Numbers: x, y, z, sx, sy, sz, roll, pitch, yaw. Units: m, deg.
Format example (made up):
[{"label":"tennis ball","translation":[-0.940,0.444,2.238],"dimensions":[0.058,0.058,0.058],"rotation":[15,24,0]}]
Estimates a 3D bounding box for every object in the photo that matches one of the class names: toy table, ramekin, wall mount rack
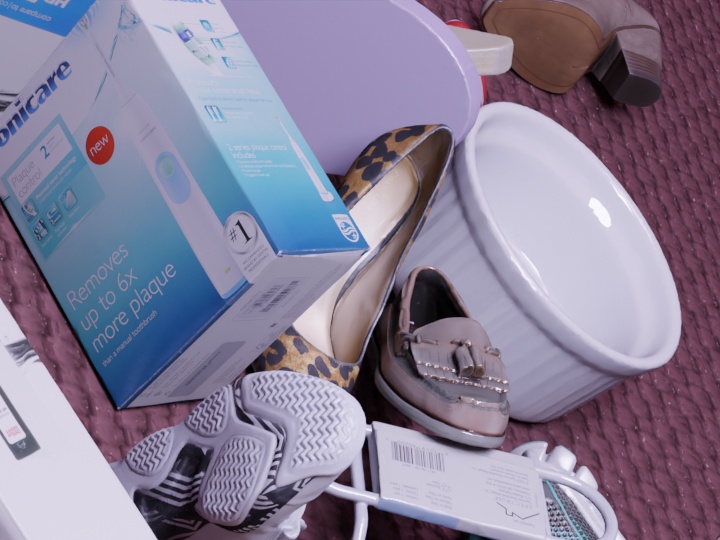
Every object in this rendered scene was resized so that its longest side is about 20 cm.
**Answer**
[{"label":"toy table","translation":[-0.004,-0.138,1.770],"dimensions":[0.199,0.185,0.117],"rotation":[25,28,13]},{"label":"ramekin","translation":[0.106,0.000,1.797],"dimensions":[0.200,0.098,0.201],"rotation":[36,32,-27]},{"label":"wall mount rack","translation":[0.043,0.159,1.540],"dimensions":[0.199,0.075,0.174],"rotation":[15,36,-15]}]

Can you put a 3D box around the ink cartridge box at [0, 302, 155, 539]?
[{"label":"ink cartridge box","translation":[-0.204,0.091,1.236],"dimensions":[0.200,0.146,0.084],"rotation":[56,30,13]}]

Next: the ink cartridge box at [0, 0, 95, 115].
[{"label":"ink cartridge box","translation":[-0.226,-0.148,1.453],"dimensions":[0.084,0.200,0.147],"rotation":[17,41,-37]}]

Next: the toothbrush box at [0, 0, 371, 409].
[{"label":"toothbrush box","translation":[-0.110,-0.047,1.537],"dimensions":[0.085,0.146,0.201],"rotation":[-1,56,-53]}]

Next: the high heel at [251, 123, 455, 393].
[{"label":"high heel","translation":[0.000,0.000,1.626],"dimensions":[0.071,0.143,0.201],"rotation":[35,32,-21]}]

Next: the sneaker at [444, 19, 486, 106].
[{"label":"sneaker","translation":[0.010,-0.158,1.900],"dimensions":[0.200,0.071,0.113],"rotation":[48,33,-14]}]

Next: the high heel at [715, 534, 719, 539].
[{"label":"high heel","translation":[0.297,0.239,1.803],"dimensions":[0.096,0.067,0.201],"rotation":[-38,101,-51]}]

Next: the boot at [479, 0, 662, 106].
[{"label":"boot","translation":[0.154,-0.202,2.155],"dimensions":[0.199,0.070,0.147],"rotation":[26,30,-34]}]

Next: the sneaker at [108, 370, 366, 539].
[{"label":"sneaker","translation":[-0.050,0.119,1.373],"dimensions":[0.115,0.199,0.075],"rotation":[31,45,-37]}]

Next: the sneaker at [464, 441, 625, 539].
[{"label":"sneaker","translation":[0.137,0.201,1.656],"dimensions":[0.200,0.078,0.091],"rotation":[46,46,7]}]

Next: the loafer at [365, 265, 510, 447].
[{"label":"loafer","translation":[0.046,0.046,1.634],"dimensions":[0.072,0.063,0.200],"rotation":[16,10,-15]}]
